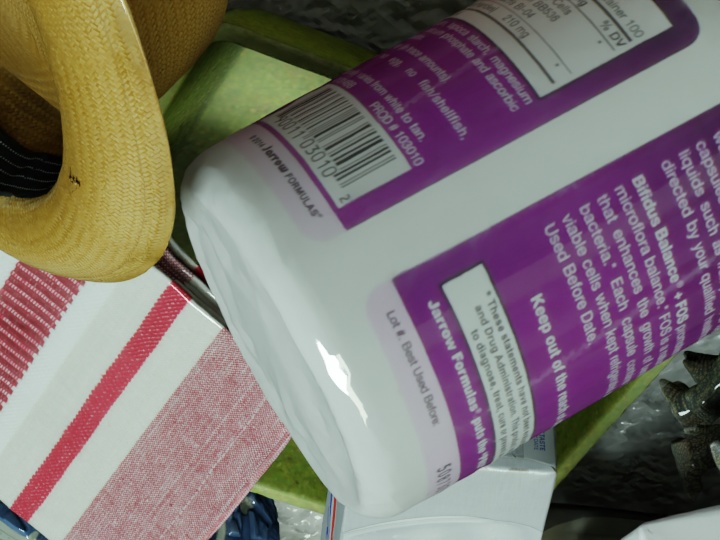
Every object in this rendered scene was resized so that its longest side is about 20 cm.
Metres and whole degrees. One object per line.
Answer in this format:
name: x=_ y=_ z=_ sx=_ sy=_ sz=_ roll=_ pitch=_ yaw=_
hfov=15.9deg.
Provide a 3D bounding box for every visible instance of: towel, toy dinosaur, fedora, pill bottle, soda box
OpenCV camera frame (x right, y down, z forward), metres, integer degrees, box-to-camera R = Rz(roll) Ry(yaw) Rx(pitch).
towel: x=-0.114 y=0.009 z=0.813 sx=0.200 sy=0.023 sz=0.144 roll=41 pitch=135 yaw=1
toy dinosaur: x=0.151 y=0.029 z=0.820 sx=0.102 sy=0.077 sz=0.200 roll=-36 pitch=156 yaw=21
fedora: x=-0.093 y=-0.096 z=0.689 sx=0.200 sy=0.082 sz=0.201 roll=35 pitch=145 yaw=29
pill bottle: x=0.060 y=-0.026 z=0.709 sx=0.199 sy=0.112 sz=0.113 roll=-29 pitch=139 yaw=-11
soda box: x=0.020 y=0.098 z=0.855 sx=0.063 sy=0.069 sz=0.201 roll=4 pitch=138 yaw=-3

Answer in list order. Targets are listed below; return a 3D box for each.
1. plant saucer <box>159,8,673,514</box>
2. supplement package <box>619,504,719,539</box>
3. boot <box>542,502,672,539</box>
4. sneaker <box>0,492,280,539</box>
plant saucer: x=0.000 y=0.000 z=0.843 sx=0.199 sy=0.048 sz=0.200 roll=19 pitch=135 yaw=-19
supplement package: x=0.140 y=0.136 z=0.818 sx=0.120 sy=0.121 sz=0.200 roll=-11 pitch=169 yaw=-6
boot: x=0.141 y=0.173 z=0.950 sx=0.199 sy=0.152 sz=0.073 roll=12 pitch=172 yaw=-8
sneaker: x=-0.127 y=0.084 z=0.936 sx=0.199 sy=0.077 sz=0.085 roll=13 pitch=148 yaw=-1
